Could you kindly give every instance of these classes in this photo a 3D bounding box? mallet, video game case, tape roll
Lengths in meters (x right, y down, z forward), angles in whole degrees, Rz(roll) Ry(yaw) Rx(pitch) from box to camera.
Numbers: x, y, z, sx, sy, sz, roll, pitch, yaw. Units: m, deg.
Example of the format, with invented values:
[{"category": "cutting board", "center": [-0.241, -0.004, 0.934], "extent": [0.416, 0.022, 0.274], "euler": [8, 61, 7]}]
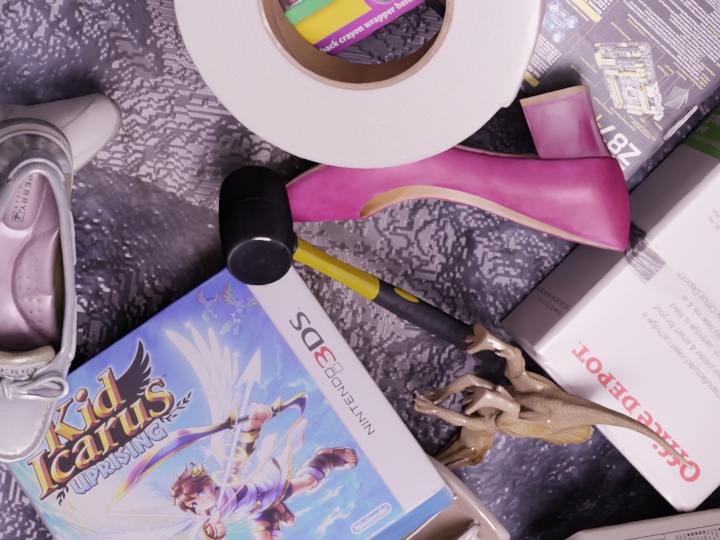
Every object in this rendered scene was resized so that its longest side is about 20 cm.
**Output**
[{"category": "mallet", "center": [0.000, 0.000, 1.707], "extent": [0.200, 0.066, 0.041], "euler": [23, 127, -35]}, {"category": "video game case", "center": [-0.080, 0.110, 1.688], "extent": [0.200, 0.045, 0.181], "euler": [-34, 70, -4]}, {"category": "tape roll", "center": [0.000, -0.152, 1.603], "extent": [0.202, 0.037, 0.203], "euler": [4, 112, 10]}]

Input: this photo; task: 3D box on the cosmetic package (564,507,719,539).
[{"category": "cosmetic package", "center": [0.204, 0.197, 1.757], "extent": [0.200, 0.071, 0.105], "euler": [-4, 68, -33]}]

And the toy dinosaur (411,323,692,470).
[{"category": "toy dinosaur", "center": [0.098, 0.077, 1.710], "extent": [0.101, 0.200, 0.058], "euler": [32, 65, -32]}]

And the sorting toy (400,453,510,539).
[{"category": "sorting toy", "center": [-0.050, 0.149, 1.731], "extent": [0.200, 0.107, 0.180], "euler": [-40, 91, -6]}]

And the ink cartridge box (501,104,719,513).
[{"category": "ink cartridge box", "center": [0.205, 0.019, 1.764], "extent": [0.200, 0.084, 0.146], "euler": [-44, 107, -1]}]

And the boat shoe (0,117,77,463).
[{"category": "boat shoe", "center": [-0.188, 0.020, 1.622], "extent": [0.074, 0.065, 0.202], "euler": [6, 115, -14]}]

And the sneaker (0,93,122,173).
[{"category": "sneaker", "center": [-0.230, -0.068, 1.652], "extent": [0.200, 0.070, 0.080], "euler": [-19, 103, -8]}]

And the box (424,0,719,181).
[{"category": "box", "center": [0.133, -0.173, 1.709], "extent": [0.200, 0.049, 0.161], "euler": [41, 97, -14]}]

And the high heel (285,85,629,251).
[{"category": "high heel", "center": [0.051, -0.033, 1.699], "extent": [0.200, 0.067, 0.096], "euler": [-15, 85, 5]}]

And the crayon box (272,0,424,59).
[{"category": "crayon box", "center": [-0.020, -0.217, 1.632], "extent": [0.200, 0.058, 0.173], "euler": [-29, 104, 20]}]
